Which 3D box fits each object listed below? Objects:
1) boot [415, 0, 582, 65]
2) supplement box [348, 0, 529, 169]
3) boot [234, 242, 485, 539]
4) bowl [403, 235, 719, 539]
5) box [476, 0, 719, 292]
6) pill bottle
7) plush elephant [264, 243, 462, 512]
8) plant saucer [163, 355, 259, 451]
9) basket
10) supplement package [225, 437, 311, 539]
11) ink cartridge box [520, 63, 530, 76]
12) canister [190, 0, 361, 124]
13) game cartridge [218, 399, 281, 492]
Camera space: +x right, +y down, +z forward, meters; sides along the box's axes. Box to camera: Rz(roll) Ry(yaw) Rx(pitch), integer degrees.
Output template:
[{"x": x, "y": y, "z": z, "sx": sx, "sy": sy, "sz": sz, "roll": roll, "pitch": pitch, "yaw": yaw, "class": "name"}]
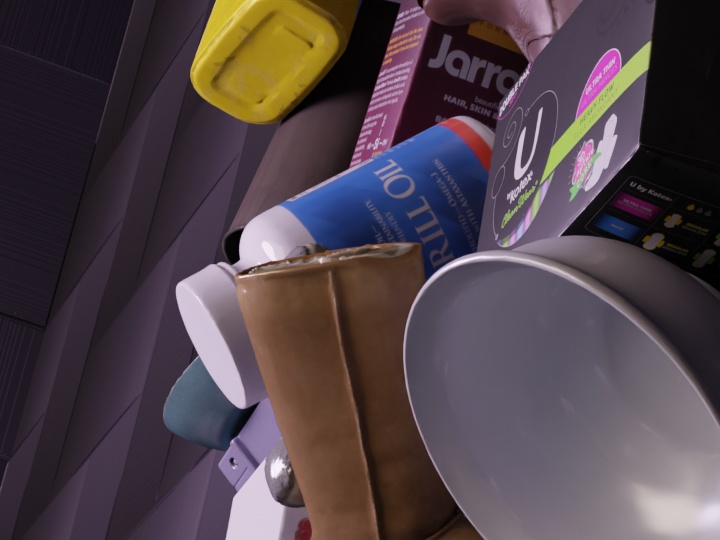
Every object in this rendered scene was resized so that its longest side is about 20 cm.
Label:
[{"x": 0.101, "y": -0.086, "z": 1.465, "sx": 0.186, "sy": 0.064, "sz": 0.200, "roll": -17, "pitch": 80, "yaw": 58, "class": "boot"}, {"x": 0.059, "y": -0.072, "z": 1.666, "sx": 0.086, "sy": 0.110, "sz": 0.200, "roll": 171, "pitch": 118, "yaw": -74, "class": "supplement box"}, {"x": 0.036, "y": 0.085, "z": 1.280, "sx": 0.066, "sy": 0.175, "sz": 0.200, "roll": -27, "pitch": -73, "yaw": -73, "class": "boot"}, {"x": 0.121, "y": 0.059, "z": 1.180, "sx": 0.090, "sy": 0.201, "sz": 0.201, "roll": -36, "pitch": -8, "yaw": -34, "class": "bowl"}, {"x": 0.150, "y": -0.052, "z": 1.258, "sx": 0.200, "sy": 0.124, "sz": 0.149, "roll": 127, "pitch": 157, "yaw": -55, "class": "box"}, {"x": 0.000, "y": 0.000, "z": 1.519, "sx": 0.200, "sy": 0.112, "sz": 0.112, "roll": -28, "pitch": 4, "yaw": -16, "class": "pill bottle"}, {"x": 0.064, "y": 0.069, "z": 1.391, "sx": 0.155, "sy": 0.200, "sz": 0.165, "roll": -32, "pitch": 34, "yaw": 34, "class": "plush elephant"}, {"x": -0.037, "y": 0.069, "z": 1.781, "sx": 0.036, "sy": 0.200, "sz": 0.200, "roll": 58, "pitch": 141, "yaw": 22, "class": "plant saucer"}, {"x": -0.001, "y": -0.081, "z": 1.870, "sx": 0.180, "sy": 0.136, "sz": 0.200, "roll": 72, "pitch": -144, "yaw": -68, "class": "basket"}, {"x": -0.018, "y": 0.211, "z": 1.560, "sx": 0.120, "sy": 0.121, "sz": 0.200, "roll": 126, "pitch": 158, "yaw": -52, "class": "supplement package"}, {"x": 0.151, "y": -0.134, "z": 1.518, "sx": 0.109, "sy": 0.050, "sz": 0.200, "roll": -85, "pitch": 19, "yaw": -45, "class": "ink cartridge box"}, {"x": -0.042, "y": -0.216, "z": 1.851, "sx": 0.149, "sy": 0.087, "sz": 0.200, "roll": -43, "pitch": 23, "yaw": 48, "class": "canister"}, {"x": -0.015, "y": 0.120, "z": 1.694, "sx": 0.130, "sy": 0.038, "sz": 0.200, "roll": 54, "pitch": 140, "yaw": 19, "class": "game cartridge"}]
